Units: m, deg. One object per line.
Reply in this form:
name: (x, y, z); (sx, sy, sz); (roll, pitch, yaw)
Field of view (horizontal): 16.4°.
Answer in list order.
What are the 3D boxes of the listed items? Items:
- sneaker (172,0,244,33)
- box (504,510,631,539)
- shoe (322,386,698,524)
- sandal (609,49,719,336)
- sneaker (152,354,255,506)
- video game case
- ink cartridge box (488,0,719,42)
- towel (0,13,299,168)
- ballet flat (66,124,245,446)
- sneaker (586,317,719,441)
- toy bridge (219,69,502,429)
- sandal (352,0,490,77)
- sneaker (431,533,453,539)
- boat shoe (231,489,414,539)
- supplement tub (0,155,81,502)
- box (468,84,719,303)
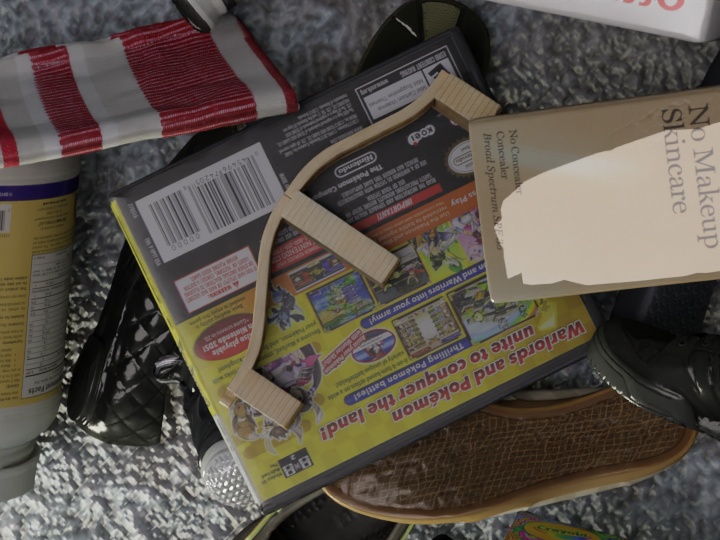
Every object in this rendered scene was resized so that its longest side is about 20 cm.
sneaker: (-0.093, -0.235, 1.335); (0.115, 0.076, 0.201); (-34, 79, -1)
box: (0.144, 0.247, 1.217); (0.200, 0.122, 0.193); (13, 111, 11)
shoe: (0.075, 0.096, 1.300); (0.200, 0.053, 0.070); (-6, 76, 0)
sandal: (0.167, -0.043, 1.272); (0.043, 0.076, 0.200); (35, 109, 38)
sneaker: (-0.017, 0.031, 1.335); (0.200, 0.075, 0.114); (-33, 60, -2)
video game case: (0.000, 0.000, 1.268); (0.200, 0.026, 0.181); (-26, 87, -3)
ink cartridge box: (0.130, -0.223, 1.243); (0.146, 0.083, 0.200); (13, 103, 15)
towel: (-0.143, -0.092, 1.286); (0.200, 0.144, 0.023); (-11, 114, -11)
ballet flat: (-0.104, 0.007, 1.383); (0.057, 0.066, 0.200); (17, 109, -28)
sneaker: (0.209, 0.045, 1.192); (0.200, 0.060, 0.104); (32, 114, 26)
toy bridge: (-0.012, -0.016, 1.242); (0.067, 0.027, 0.200); (34, 86, 3)
sandal: (0.002, -0.053, 1.315); (0.080, 0.057, 0.201); (37, 81, 2)
sneaker: (0.033, 0.192, 1.346); (0.200, 0.076, 0.091); (-19, 103, 11)
boat shoe: (-0.034, 0.160, 1.372); (0.072, 0.061, 0.201); (46, 109, 5)
supplement tub: (-0.232, 0.017, 1.368); (0.145, 0.145, 0.200); (10, 102, 16)
box: (0.161, -0.041, 1.185); (0.200, 0.078, 0.095); (-8, 91, 22)
